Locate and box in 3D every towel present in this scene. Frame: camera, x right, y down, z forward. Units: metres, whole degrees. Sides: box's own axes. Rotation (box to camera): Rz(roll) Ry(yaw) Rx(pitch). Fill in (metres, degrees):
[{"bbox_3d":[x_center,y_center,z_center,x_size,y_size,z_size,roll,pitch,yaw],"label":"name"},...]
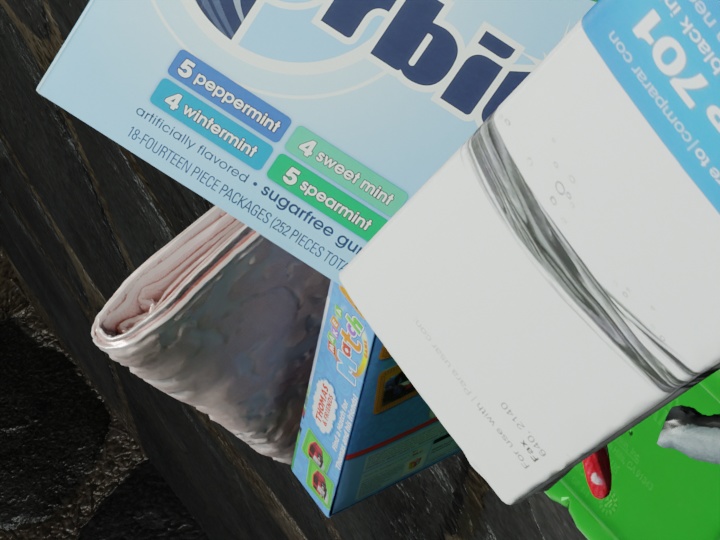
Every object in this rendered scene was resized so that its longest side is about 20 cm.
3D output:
[{"bbox_3d":[0.000,0.000,1.035,0.032,0.191,0.200,54,-174,28],"label":"towel"}]

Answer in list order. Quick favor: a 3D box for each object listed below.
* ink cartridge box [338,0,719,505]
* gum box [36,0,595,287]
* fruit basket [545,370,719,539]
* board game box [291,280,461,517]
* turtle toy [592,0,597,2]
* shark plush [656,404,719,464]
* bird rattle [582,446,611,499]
[{"bbox_3d":[0.100,-0.038,0.594,0.086,0.146,0.200,52,149,3],"label":"ink cartridge box"},{"bbox_3d":[0.008,-0.101,0.852,0.170,0.200,0.045,32,-155,-6],"label":"gum box"},{"bbox_3d":[0.165,0.079,1.005,0.215,0.156,0.216,25,-160,-10],"label":"fruit basket"},{"bbox_3d":[0.052,0.007,1.026,0.037,0.151,0.200,50,147,28],"label":"board game box"},{"bbox_3d":[0.068,-0.167,0.729,0.146,0.101,0.201,92,172,-80],"label":"turtle toy"},{"bbox_3d":[0.198,0.091,0.823,0.200,0.083,0.091,30,158,5],"label":"shark plush"},{"bbox_3d":[0.108,-0.032,0.786,0.113,0.200,0.163,47,139,35],"label":"bird rattle"}]
